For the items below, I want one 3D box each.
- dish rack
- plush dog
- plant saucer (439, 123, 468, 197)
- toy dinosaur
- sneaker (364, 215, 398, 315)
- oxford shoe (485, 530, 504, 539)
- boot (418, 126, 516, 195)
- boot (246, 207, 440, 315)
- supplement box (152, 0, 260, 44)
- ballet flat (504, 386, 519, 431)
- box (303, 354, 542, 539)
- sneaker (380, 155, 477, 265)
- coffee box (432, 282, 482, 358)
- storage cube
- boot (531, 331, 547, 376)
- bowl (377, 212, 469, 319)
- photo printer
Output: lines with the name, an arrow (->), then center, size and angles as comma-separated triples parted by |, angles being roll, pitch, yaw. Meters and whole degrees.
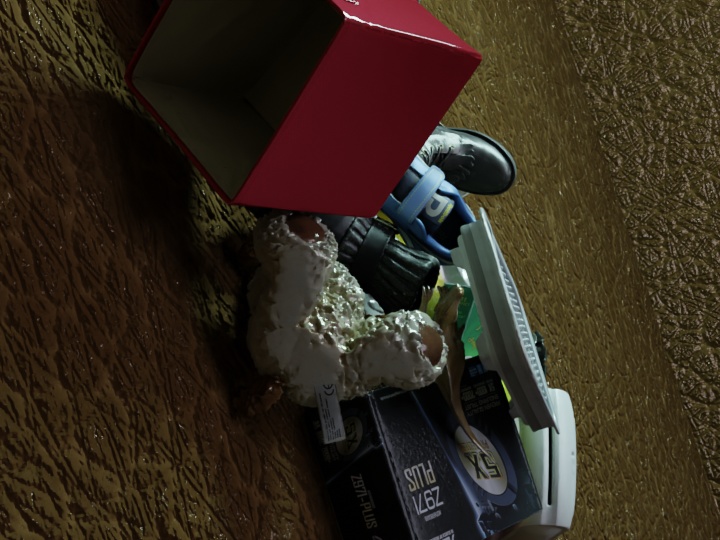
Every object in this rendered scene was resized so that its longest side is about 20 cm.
dish rack -> 0.132, 0.055, 1.330 | 0.200, 0.043, 0.172 | 57, 16, -57
plush dog -> -0.041, 0.045, 1.233 | 0.200, 0.160, 0.172 | 41, 11, -9
plant saucer -> 0.036, -0.136, 1.615 | 0.200, 0.032, 0.200 | 23, 33, -16
toy dinosaur -> 0.074, 0.083, 1.280 | 0.101, 0.058, 0.200 | -103, 180, -52
sneaker -> 0.000, 0.000, 1.446 | 0.076, 0.081, 0.200 | 23, 51, -67
oxford shoe -> 0.123, 0.233, 1.613 | 0.200, 0.071, 0.073 | -92, -171, -55
boot -> 0.061, -0.111, 1.490 | 0.174, 0.200, 0.069 | -59, 170, -69
boot -> -0.009, -0.028, 1.318 | 0.158, 0.079, 0.211 | 42, 4, 16
supplement box -> -0.094, -0.281, 1.320 | 0.200, 0.103, 0.131 | -31, 102, -44
ballet flat -> 0.122, 0.208, 1.472 | 0.067, 0.067, 0.200 | 38, 67, -57
box -> 0.062, 0.180, 1.343 | 0.200, 0.086, 0.164 | -11, 83, -50
sneaker -> 0.045, -0.078, 1.361 | 0.200, 0.074, 0.082 | 42, -10, -25
coffee box -> 0.097, 0.126, 1.514 | 0.123, 0.044, 0.200 | 40, 65, -56
storage cube -> -0.048, -0.163, 1.158 | 0.180, 0.200, 0.171 | 3, 38, -51
boot -> 0.156, 0.108, 1.661 | 0.068, 0.130, 0.200 | 63, 9, -15
bowl -> 0.066, 0.001, 1.582 | 0.200, 0.108, 0.200 | 54, 25, -39
photo printer -> 0.194, 0.226, 1.621 | 0.200, 0.069, 0.167 | 107, -13, -72
